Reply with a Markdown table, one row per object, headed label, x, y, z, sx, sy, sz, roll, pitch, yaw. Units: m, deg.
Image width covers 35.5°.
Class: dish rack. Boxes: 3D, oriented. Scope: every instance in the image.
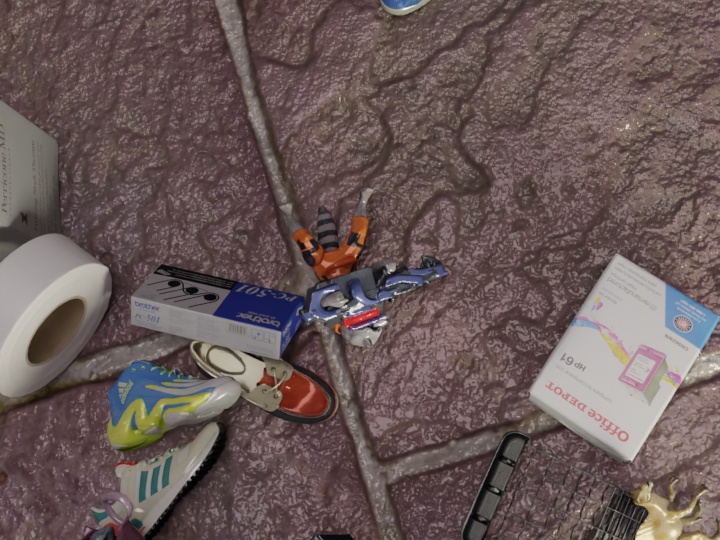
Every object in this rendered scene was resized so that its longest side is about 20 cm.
| label | x | y | z | sx | sy | sz | roll | pitch | yaw |
| --- | --- | --- | --- | --- | --- | --- | --- | --- | --- |
| dish rack | 0.231 | 0.295 | 1.324 | 0.198 | 0.055 | 0.155 | 24 | 84 | 11 |

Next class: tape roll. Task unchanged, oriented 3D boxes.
| label | x | y | z | sx | sy | sz | roll | pitch | yaw |
| --- | --- | --- | --- | --- | --- | --- | --- | --- | --- |
| tape roll | -0.402 | 0.057 | 1.399 | 0.071 | 0.202 | 0.203 | 35 | 85 | 14 |

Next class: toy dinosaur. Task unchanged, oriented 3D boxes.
| label | x | y | z | sx | sy | sz | roll | pitch | yaw |
| --- | --- | --- | --- | --- | --- | --- | --- | --- | --- |
| toy dinosaur | 0.363 | 0.305 | 1.295 | 0.100 | 0.058 | 0.202 | -28 | 109 | -11 |

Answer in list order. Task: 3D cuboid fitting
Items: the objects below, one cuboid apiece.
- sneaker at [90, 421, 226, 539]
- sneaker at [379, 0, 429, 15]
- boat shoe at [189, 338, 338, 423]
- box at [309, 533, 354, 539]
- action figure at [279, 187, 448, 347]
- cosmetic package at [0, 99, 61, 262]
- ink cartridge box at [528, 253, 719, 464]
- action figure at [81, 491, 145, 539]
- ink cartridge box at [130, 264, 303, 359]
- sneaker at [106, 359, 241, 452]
| label | x | y | z | sx | sy | sz | roll | pitch | yaw |
| --- | --- | --- | --- | --- | --- | --- | --- | --- | --- |
| sneaker | -0.255 | 0.253 | 1.401 | 0.093 | 0.070 | 0.200 | 39 | 89 | 9 |
| sneaker | 0.096 | -0.427 | 1.466 | 0.200 | 0.111 | 0.077 | -41 | 75 | -1 |
| boat shoe | -0.122 | 0.134 | 1.410 | 0.198 | 0.063 | 0.072 | 25 | 81 | 12 |
| box | -0.067 | 0.408 | 1.273 | 0.200 | 0.197 | 0.124 | -41 | 75 | -2 |
| action figure | 0.000 | 0.000 | 1.412 | 0.198 | 0.105 | 0.196 | -9 | 83 | -19 |
| cosmetic package | -0.501 | -0.107 | 1.450 | 0.164 | 0.200 | 0.169 | -8 | 78 | 7 |
| ink cartridge box | 0.309 | 0.106 | 1.334 | 0.144 | 0.085 | 0.201 | 32 | 86 | 14 |
| action figure | -0.253 | 0.364 | 1.346 | 0.199 | 0.133 | 0.150 | 26 | 67 | -29 |
| ink cartridge box | -0.179 | 0.050 | 1.417 | 0.198 | 0.094 | 0.045 | 12 | 119 | 10 |
| sneaker | -0.244 | 0.148 | 1.401 | 0.199 | 0.076 | 0.106 | -25 | 74 | 20 |
